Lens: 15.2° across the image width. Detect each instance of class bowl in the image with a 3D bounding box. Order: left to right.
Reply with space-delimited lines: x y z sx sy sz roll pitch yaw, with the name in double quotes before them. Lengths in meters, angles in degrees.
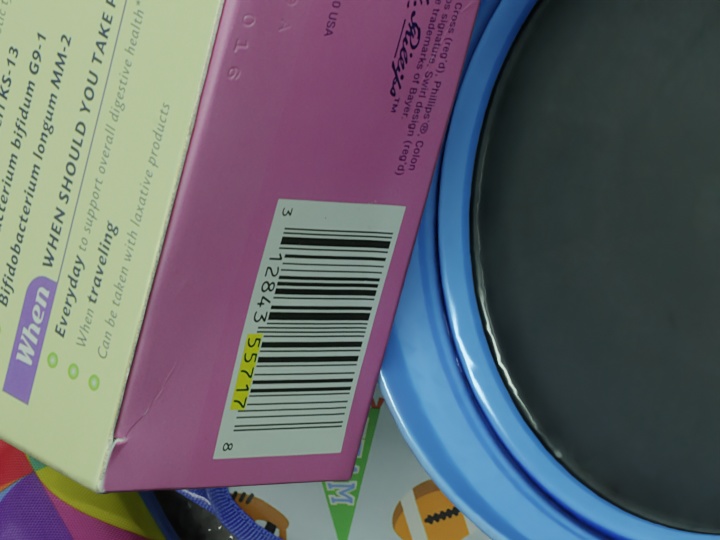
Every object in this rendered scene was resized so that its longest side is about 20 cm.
"bowl" 0.083 -0.019 0.669 0.200 0.039 0.202 -5 82 41

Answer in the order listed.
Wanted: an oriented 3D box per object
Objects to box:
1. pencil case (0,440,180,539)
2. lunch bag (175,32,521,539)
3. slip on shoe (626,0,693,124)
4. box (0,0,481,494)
"pencil case" -0.111 0.085 0.894 0.088 0.088 0.200 -44 58 20
"lunch bag" 0.000 0.000 0.809 0.199 0.124 0.171 31 94 28
"slip on shoe" 0.103 -0.004 0.723 0.061 0.076 0.201 -143 62 -70
"box" -0.079 -0.059 0.722 0.199 0.096 0.177 24 104 39
